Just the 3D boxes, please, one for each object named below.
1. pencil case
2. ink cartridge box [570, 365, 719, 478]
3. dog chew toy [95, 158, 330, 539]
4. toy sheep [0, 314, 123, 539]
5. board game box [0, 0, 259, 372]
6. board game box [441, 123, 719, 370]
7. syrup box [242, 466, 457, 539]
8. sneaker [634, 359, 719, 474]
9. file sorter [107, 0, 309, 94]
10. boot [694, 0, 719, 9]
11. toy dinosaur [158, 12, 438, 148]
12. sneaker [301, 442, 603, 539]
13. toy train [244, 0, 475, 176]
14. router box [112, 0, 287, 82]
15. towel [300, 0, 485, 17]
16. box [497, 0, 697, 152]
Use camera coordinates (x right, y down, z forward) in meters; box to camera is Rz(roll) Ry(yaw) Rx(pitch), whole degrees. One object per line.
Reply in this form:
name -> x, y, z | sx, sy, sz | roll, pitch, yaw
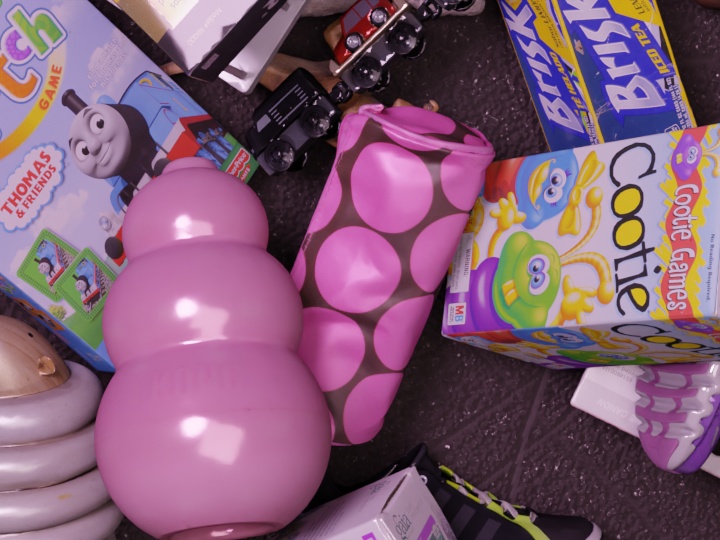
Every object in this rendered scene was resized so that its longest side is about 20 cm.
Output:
pencil case -> 0.000, 0.000, 1.114 | 0.093, 0.091, 0.201 | 24, 104, 4
ink cartridge box -> 0.243, 0.041, 1.207 | 0.199, 0.045, 0.177 | 26, 88, -11
dog chew toy -> -0.082, 0.039, 1.040 | 0.123, 0.125, 0.202 | -3, 75, -11
toy sheep -> -0.194, 0.121, 1.088 | 0.137, 0.138, 0.202 | -5, 110, -10
board game box -> -0.168, -0.063, 1.079 | 0.200, 0.036, 0.152 | 42, 70, -27
board game box -> 0.153, -0.007, 1.086 | 0.104, 0.199, 0.104 | 17, 75, -39
syrup box -> -0.044, 0.192, 1.104 | 0.199, 0.079, 0.082 | -25, 98, 20
sneaker -> 0.229, 0.029, 1.146 | 0.088, 0.080, 0.201 | 21, 90, -24
file sorter -> -0.074, -0.221, 1.059 | 0.138, 0.125, 0.201 | 34, 95, 5
boot -> 0.297, -0.101, 1.192 | 0.185, 0.064, 0.202 | -10, 93, -12
toy dinosaur -> -0.020, -0.105, 1.138 | 0.199, 0.060, 0.107 | 31, 89, -11
sneaker -> 0.050, 0.145, 1.164 | 0.198, 0.072, 0.084 | -1, 93, -11
toy train -> 0.010, -0.132, 1.097 | 0.200, 0.034, 0.046 | -43, 79, 11
router box -> -0.068, -0.220, 0.969 | 0.157, 0.052, 0.200 | 44, 97, 5
towel -> 0.013, -0.249, 1.147 | 0.131, 0.034, 0.202 | -1, 95, -10
box -> 0.126, -0.158, 1.143 | 0.070, 0.064, 0.201 | -27, 105, -22
